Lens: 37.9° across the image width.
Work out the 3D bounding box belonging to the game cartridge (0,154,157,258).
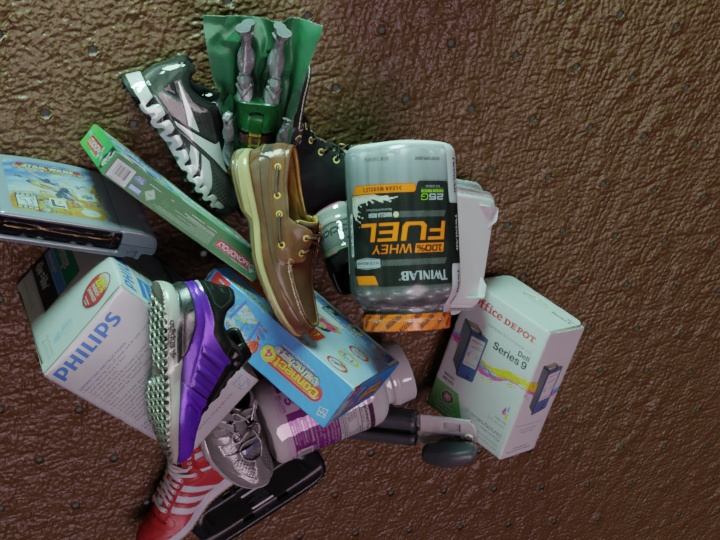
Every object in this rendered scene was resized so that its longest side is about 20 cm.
[{"bbox_3d":[-0.316,-0.069,1.065,0.199,0.133,0.042,8,123,-30],"label":"game cartridge"}]

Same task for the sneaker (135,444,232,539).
[{"bbox_3d":[-0.236,0.269,1.343,0.200,0.071,0.113,-45,131,-5],"label":"sneaker"}]

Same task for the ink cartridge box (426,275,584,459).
[{"bbox_3d":[0.191,0.127,1.406,0.087,0.145,0.200,-5,122,-46],"label":"ink cartridge box"}]

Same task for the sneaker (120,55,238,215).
[{"bbox_3d":[-0.169,-0.147,1.131,0.090,0.066,0.200,-32,125,-2],"label":"sneaker"}]

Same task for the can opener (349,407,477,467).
[{"bbox_3d":[0.057,0.220,1.398,0.199,0.067,0.053,4,123,11],"label":"can opener"}]

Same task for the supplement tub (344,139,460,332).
[{"bbox_3d":[0.046,-0.036,1.136,0.122,0.122,0.201,-3,90,-24],"label":"supplement tub"}]

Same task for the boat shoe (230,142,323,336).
[{"bbox_3d":[-0.073,-0.033,1.063,0.067,0.072,0.201,-14,94,14],"label":"boat shoe"}]

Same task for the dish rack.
[{"bbox_3d":[0.106,-0.027,1.274,0.200,0.043,0.172,3,98,-53],"label":"dish rack"}]

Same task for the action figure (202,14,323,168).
[{"bbox_3d":[-0.107,-0.161,1.081,0.118,0.055,0.200,6,128,-3],"label":"action figure"}]

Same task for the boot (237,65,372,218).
[{"bbox_3d":[-0.050,-0.142,1.186,0.150,0.073,0.200,5,120,-26],"label":"boot"}]

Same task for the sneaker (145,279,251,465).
[{"bbox_3d":[-0.155,0.101,1.038,0.099,0.070,0.201,-8,118,-27],"label":"sneaker"}]

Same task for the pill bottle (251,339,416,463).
[{"bbox_3d":[-0.034,0.162,1.350,0.199,0.112,0.113,-21,125,-14],"label":"pill bottle"}]

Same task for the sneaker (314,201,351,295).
[{"bbox_3d":[0.000,0.000,1.256,0.074,0.088,0.200,-18,150,10],"label":"sneaker"}]

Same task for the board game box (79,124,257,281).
[{"bbox_3d":[-0.198,-0.072,1.106,0.200,0.135,0.029,38,90,-30],"label":"board game box"}]

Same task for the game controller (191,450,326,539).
[{"bbox_3d":[-0.140,0.304,1.422,0.200,0.042,0.104,-33,136,-5],"label":"game controller"}]

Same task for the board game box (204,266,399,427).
[{"bbox_3d":[-0.069,0.074,1.178,0.056,0.200,0.196,-53,169,13],"label":"board game box"}]

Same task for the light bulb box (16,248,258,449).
[{"bbox_3d":[-0.245,0.066,1.139,0.125,0.198,0.200,-48,126,4],"label":"light bulb box"}]

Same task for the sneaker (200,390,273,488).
[{"bbox_3d":[-0.157,0.184,1.279,0.075,0.082,0.200,-41,112,-39],"label":"sneaker"}]
